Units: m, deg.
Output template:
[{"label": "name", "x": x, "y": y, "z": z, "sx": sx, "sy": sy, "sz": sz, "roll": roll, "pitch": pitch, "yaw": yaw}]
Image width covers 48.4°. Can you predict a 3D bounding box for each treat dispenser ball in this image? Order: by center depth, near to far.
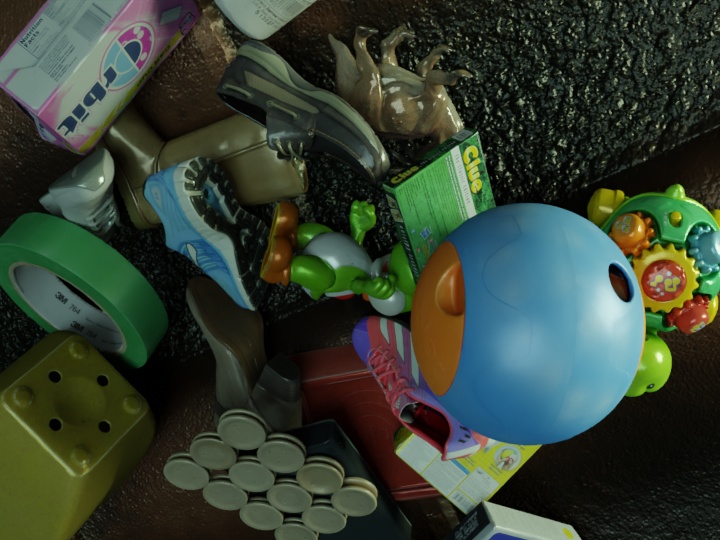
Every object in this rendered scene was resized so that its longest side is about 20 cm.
[{"label": "treat dispenser ball", "x": 0.141, "y": 0.045, "z": 0.686, "sx": 0.196, "sy": 0.201, "sz": 0.205, "roll": 4, "pitch": 108, "yaw": 12}]

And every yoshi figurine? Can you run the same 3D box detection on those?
[{"label": "yoshi figurine", "x": 0.005, "y": -0.013, "z": 0.809, "sx": 0.196, "sy": 0.112, "sz": 0.115, "roll": 17, "pitch": 89, "yaw": -11}]

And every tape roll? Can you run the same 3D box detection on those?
[{"label": "tape roll", "x": -0.304, "y": 0.026, "z": 0.869, "sx": 0.197, "sy": 0.049, "sz": 0.202, "roll": 21, "pitch": 146, "yaw": 14}]

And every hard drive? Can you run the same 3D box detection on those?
[{"label": "hard drive", "x": -0.044, "y": 0.253, "z": 0.890, "sx": 0.137, "sy": 0.033, "sz": 0.202, "roll": -18, "pitch": 125, "yaw": 20}]

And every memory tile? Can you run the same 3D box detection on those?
[{"label": "memory tile", "x": -0.093, "y": 0.222, "z": 0.838, "sx": 0.199, "sy": 0.017, "sz": 0.153, "roll": 37, "pitch": 124, "yaw": -21}]

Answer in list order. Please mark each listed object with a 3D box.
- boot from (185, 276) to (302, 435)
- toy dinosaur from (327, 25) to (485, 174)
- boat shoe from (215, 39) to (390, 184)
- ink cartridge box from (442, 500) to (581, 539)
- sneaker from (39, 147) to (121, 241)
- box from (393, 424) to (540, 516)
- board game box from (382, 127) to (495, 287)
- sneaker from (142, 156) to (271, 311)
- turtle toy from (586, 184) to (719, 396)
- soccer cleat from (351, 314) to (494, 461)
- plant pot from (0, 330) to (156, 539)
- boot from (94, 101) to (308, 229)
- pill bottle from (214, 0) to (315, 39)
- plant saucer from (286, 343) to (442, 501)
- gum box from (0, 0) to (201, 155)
[{"label": "boot", "x": -0.142, "y": 0.122, "z": 0.909, "sx": 0.200, "sy": 0.070, "sz": 0.148, "roll": 43, "pitch": 132, "yaw": 23}, {"label": "toy dinosaur", "x": 0.034, "y": -0.155, "z": 0.776, "sx": 0.197, "sy": 0.086, "sz": 0.137, "roll": 26, "pitch": 118, "yaw": 10}, {"label": "boat shoe", "x": -0.058, "y": -0.135, "z": 0.756, "sx": 0.199, "sy": 0.075, "sz": 0.074, "roll": 39, "pitch": 82, "yaw": 22}, {"label": "ink cartridge box", "x": 0.152, "y": 0.353, "z": 0.903, "sx": 0.198, "sy": 0.047, "sz": 0.199, "roll": 23, "pitch": 116, "yaw": -32}, {"label": "sneaker", "x": -0.277, "y": -0.071, "z": 0.829, "sx": 0.070, "sy": 0.199, "sz": 0.081, "roll": -41, "pitch": 104, "yaw": -21}, {"label": "box", "x": 0.139, "y": 0.147, "z": 0.841, "sx": 0.117, "sy": 0.048, "sz": 0.200, "roll": 41, "pitch": 102, "yaw": -10}, {"label": "board game box", "x": 0.092, "y": -0.022, "z": 0.767, "sx": 0.104, "sy": 0.023, "sz": 0.203, "roll": -32, "pitch": 125, "yaw": -18}, {"label": "sneaker", "x": -0.156, "y": -0.037, "z": 0.838, "sx": 0.088, "sy": 0.079, "sz": 0.202, "roll": 0, "pitch": 137, "yaw": 27}, {"label": "turtle toy", "x": 0.276, "y": 0.019, "z": 0.759, "sx": 0.143, "sy": 0.101, "sz": 0.204, "roll": 11, "pitch": 109, "yaw": 9}, {"label": "soccer cleat", "x": 0.047, "y": 0.111, "z": 0.792, "sx": 0.199, "sy": 0.072, "sz": 0.069, "roll": 39, "pitch": 130, "yaw": 36}, {"label": "plant pot", "x": -0.340, "y": 0.183, "z": 0.874, "sx": 0.194, "sy": 0.196, "sz": 0.200, "roll": 45, "pitch": 131, "yaw": -4}, {"label": "boot", "x": -0.171, "y": -0.141, "z": 0.838, "sx": 0.196, "sy": 0.066, "sz": 0.178, "roll": -13, "pitch": 116, "yaw": 17}, {"label": "pill bottle", "x": -0.048, "y": -0.313, "z": 0.725, "sx": 0.198, "sy": 0.114, "sz": 0.115, "roll": -31, "pitch": 99, "yaw": 20}, {"label": "plant saucer", "x": 0.017, "y": 0.181, "z": 0.906, "sx": 0.196, "sy": 0.037, "sz": 0.204, "roll": -12, "pitch": 103, "yaw": 16}, {"label": "gum box", "x": -0.248, "y": -0.212, "z": 0.757, "sx": 0.066, "sy": 0.114, "sz": 0.201, "roll": 36, "pitch": 83, "yaw": 8}]
